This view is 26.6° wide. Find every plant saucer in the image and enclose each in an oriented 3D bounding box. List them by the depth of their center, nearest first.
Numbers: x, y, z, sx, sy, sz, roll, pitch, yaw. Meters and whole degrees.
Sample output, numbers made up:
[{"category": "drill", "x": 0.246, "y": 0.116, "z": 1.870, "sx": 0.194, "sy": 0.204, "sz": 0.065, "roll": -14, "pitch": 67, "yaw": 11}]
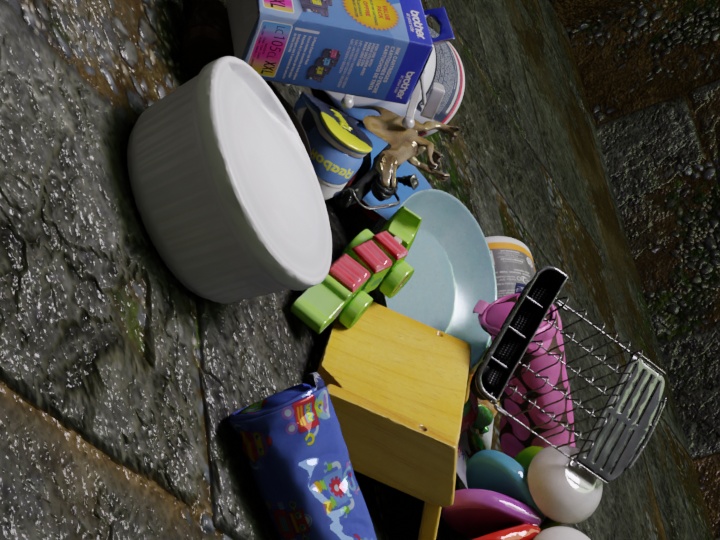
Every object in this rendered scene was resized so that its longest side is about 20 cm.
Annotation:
[{"category": "plant saucer", "x": 0.073, "y": 0.015, "z": 1.614, "sx": 0.201, "sy": 0.039, "sz": 0.201, "roll": 12, "pitch": 75, "yaw": -49}]

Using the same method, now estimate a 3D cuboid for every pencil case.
[{"category": "pencil case", "x": -0.032, "y": 0.183, "z": 1.201, "sx": 0.087, "sy": 0.078, "sz": 0.200, "roll": -28, "pitch": 98, "yaw": -50}, {"category": "pencil case", "x": 0.177, "y": 0.119, "z": 1.637, "sx": 0.091, "sy": 0.094, "sz": 0.200, "roll": -55, "pitch": 142, "yaw": -49}]

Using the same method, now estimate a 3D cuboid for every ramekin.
[{"category": "ramekin", "x": -0.109, "y": -0.066, "z": 1.239, "sx": 0.202, "sy": 0.094, "sz": 0.202, "roll": 56, "pitch": 22, "yaw": -36}]

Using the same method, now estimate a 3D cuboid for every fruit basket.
[{"category": "fruit basket", "x": 0.115, "y": 0.132, "z": 1.697, "sx": 0.185, "sy": 0.094, "sz": 0.200, "roll": 59, "pitch": 22, "yaw": -29}]

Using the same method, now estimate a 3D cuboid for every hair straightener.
[{"category": "hair straightener", "x": 0.022, "y": -0.102, "z": 1.600, "sx": 0.200, "sy": 0.077, "sz": 0.041, "roll": -56, "pitch": 144, "yaw": -70}]

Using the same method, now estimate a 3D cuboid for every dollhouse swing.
[{"category": "dollhouse swing", "x": 0.022, "y": 0.166, "z": 1.468, "sx": 0.182, "sy": 0.176, "sz": 0.200, "roll": 23, "pitch": 27, "yaw": -4}]

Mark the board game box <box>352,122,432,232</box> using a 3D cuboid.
[{"category": "board game box", "x": 0.012, "y": -0.097, "z": 1.727, "sx": 0.158, "sy": 0.039, "sz": 0.200, "roll": 49, "pitch": 23, "yaw": 12}]

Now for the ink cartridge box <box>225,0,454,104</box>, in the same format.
[{"category": "ink cartridge box", "x": -0.016, "y": -0.231, "z": 1.402, "sx": 0.200, "sy": 0.076, "sz": 0.137, "roll": 9, "pitch": 44, "yaw": -21}]

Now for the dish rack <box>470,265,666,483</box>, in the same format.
[{"category": "dish rack", "x": 0.217, "y": 0.110, "z": 1.521, "sx": 0.200, "sy": 0.153, "sz": 0.055, "roll": 36, "pitch": -19, "yaw": -9}]

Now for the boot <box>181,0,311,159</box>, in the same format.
[{"category": "boot", "x": -0.107, "y": -0.209, "z": 1.480, "sx": 0.186, "sy": 0.064, "sz": 0.200, "roll": 55, "pitch": 17, "yaw": -32}]

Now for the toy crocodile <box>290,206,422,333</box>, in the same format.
[{"category": "toy crocodile", "x": 0.000, "y": 0.000, "z": 1.464, "sx": 0.068, "sy": 0.062, "sz": 0.200, "roll": 42, "pitch": 40, "yaw": 11}]

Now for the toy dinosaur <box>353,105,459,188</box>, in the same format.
[{"category": "toy dinosaur", "x": 0.047, "y": -0.145, "z": 1.609, "sx": 0.101, "sy": 0.058, "sz": 0.200, "roll": 18, "pitch": 25, "yaw": -15}]

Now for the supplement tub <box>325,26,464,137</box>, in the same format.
[{"category": "supplement tub", "x": 0.034, "y": -0.238, "z": 1.806, "sx": 0.200, "sy": 0.140, "sz": 0.140, "roll": 14, "pitch": 56, "yaw": -70}]

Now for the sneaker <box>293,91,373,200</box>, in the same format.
[{"category": "sneaker", "x": -0.043, "y": -0.128, "z": 1.568, "sx": 0.074, "sy": 0.082, "sz": 0.200, "roll": 26, "pitch": 13, "yaw": -12}]

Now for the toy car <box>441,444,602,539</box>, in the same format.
[{"category": "toy car", "x": 0.153, "y": 0.271, "z": 1.569, "sx": 0.150, "sy": 0.175, "sz": 0.200, "roll": 15, "pitch": 60, "yaw": -19}]

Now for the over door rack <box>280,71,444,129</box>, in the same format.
[{"category": "over door rack", "x": -0.003, "y": -0.191, "z": 1.536, "sx": 0.200, "sy": 0.148, "sz": 0.067, "roll": -104, "pitch": -148, "yaw": -76}]

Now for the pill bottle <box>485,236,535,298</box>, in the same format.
[{"category": "pill bottle", "x": 0.178, "y": 0.066, "z": 1.927, "sx": 0.116, "sy": 0.116, "sz": 0.200, "roll": 47, "pitch": 27, "yaw": -51}]
